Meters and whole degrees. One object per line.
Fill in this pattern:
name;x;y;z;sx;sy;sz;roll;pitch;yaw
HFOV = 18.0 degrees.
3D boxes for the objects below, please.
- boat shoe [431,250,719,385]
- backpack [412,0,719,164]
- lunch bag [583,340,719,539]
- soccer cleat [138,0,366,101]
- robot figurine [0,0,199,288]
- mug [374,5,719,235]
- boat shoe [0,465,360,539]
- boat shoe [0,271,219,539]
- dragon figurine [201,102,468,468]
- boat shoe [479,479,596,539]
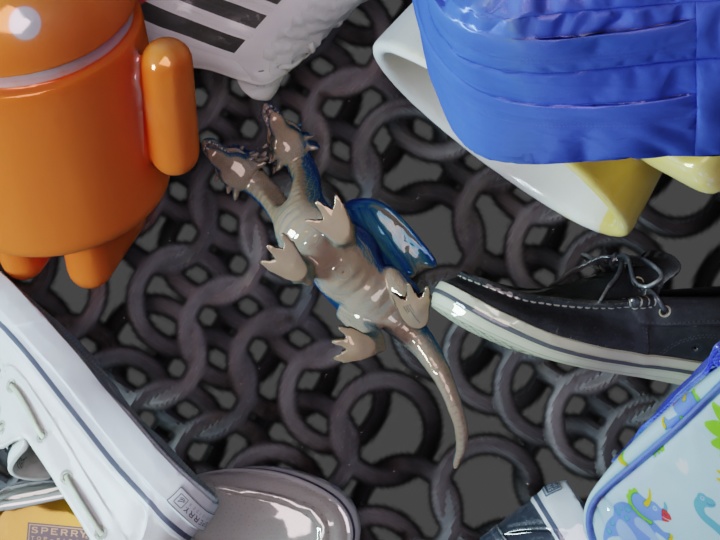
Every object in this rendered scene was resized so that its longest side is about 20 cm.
boat shoe;0.128;0.019;1.104;0.198;0.075;0.063;9;94;-17
backpack;0.116;-0.144;0.927;0.198;0.168;0.164;-7;52;8
lunch bag;0.202;0.108;1.039;0.161;0.200;0.082;45;49;6
soccer cleat;-0.037;-0.132;1.141;0.198;0.069;0.086;-13;101;11
robot figurine;-0.157;-0.088;1.093;0.116;0.144;0.201;-25;131;-22
mug;0.124;-0.111;1.084;0.186;0.149;0.154;35;84;15
boat shoe;-0.100;0.133;1.145;0.198;0.070;0.072;3;90;5
boat shoe;-0.152;0.072;1.112;0.067;0.074;0.200;-45;52;-3
dragon figurine;0.000;0.000;1.137;0.059;0.100;0.200;-42;100;13
boat shoe;0.119;0.211;1.131;0.091;0.071;0.201;-34;80;5
